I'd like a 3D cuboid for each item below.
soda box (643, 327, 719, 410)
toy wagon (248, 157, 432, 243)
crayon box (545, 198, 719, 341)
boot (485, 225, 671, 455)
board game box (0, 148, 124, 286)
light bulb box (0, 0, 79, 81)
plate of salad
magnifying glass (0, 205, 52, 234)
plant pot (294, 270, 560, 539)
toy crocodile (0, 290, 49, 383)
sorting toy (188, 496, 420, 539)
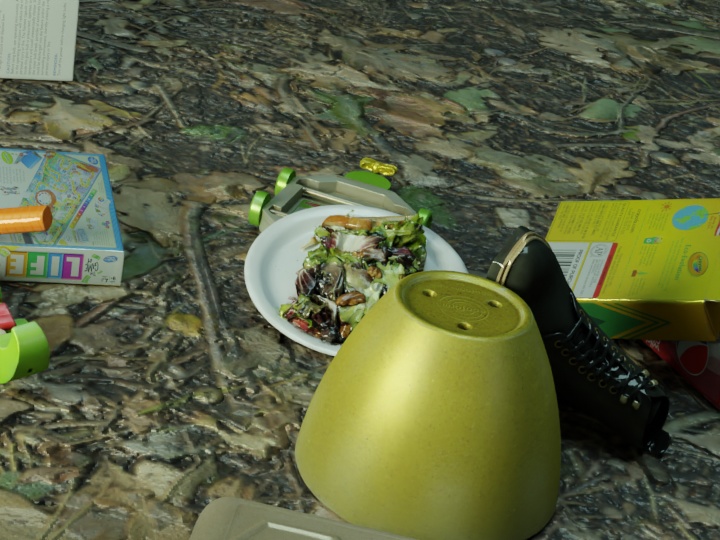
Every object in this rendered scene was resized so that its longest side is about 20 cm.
[{"bbox_3d":[0.301,0.051,1.420,0.069,0.064,0.200,-4,30,-26],"label":"soda box"},{"bbox_3d":[-0.011,-0.055,1.540,0.154,0.040,0.200,17,26,12],"label":"toy wagon"},{"bbox_3d":[0.252,-0.002,1.396,0.198,0.051,0.127,1,46,31],"label":"crayon box"},{"bbox_3d":[0.175,0.055,1.238,0.138,0.200,0.078,32,75,31],"label":"boot"},{"bbox_3d":[-0.285,-0.051,1.431,0.133,0.034,0.200,3,27,-15],"label":"board game box"},{"bbox_3d":[-0.422,-0.304,1.780,0.198,0.126,0.199,0,29,-19],"label":"light bulb box"},{"bbox_3d":[0.000,0.000,1.387,0.198,0.048,0.201,6,41,-5],"label":"plate of salad"},{"bbox_3d":[-0.352,-0.035,1.329,0.198,0.023,0.080,-6,25,9],"label":"magnifying glass"},{"bbox_3d":[0.060,0.085,1.170,0.198,0.143,0.200,8,26,-4],"label":"plant pot"},{"bbox_3d":[-0.297,0.030,1.234,0.067,0.062,0.200,-7,31,-32],"label":"toy crocodile"},{"bbox_3d":[-0.023,0.217,1.005,0.198,0.037,0.185,8,26,5],"label":"sorting toy"}]
